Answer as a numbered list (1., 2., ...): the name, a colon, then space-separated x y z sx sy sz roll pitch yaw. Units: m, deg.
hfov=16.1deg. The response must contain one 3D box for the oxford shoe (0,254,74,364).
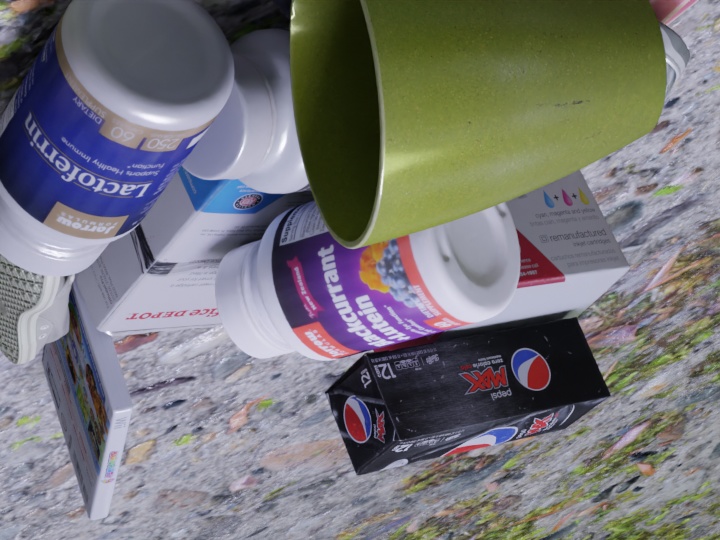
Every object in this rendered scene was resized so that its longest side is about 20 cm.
1. oxford shoe: -0.234 0.002 1.834 0.058 0.075 0.200 -31 162 -23

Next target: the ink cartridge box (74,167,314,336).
1. ink cartridge box: -0.103 -0.044 1.845 0.144 0.084 0.200 -3 148 -42

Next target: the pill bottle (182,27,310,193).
1. pill bottle: -0.032 -0.110 1.718 0.200 0.111 0.111 -9 153 -44

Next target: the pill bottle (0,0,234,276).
1. pill bottle: -0.171 -0.088 1.637 0.116 0.116 0.200 -8 152 -36

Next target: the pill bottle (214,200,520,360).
1. pill bottle: 0.000 0.000 1.748 0.200 0.112 0.111 -17 166 36

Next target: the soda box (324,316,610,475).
1. soda box: 0.078 0.088 1.810 0.200 0.071 0.063 -9 159 -36

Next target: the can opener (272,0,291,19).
1. can opener: -0.054 -0.201 1.603 0.200 0.079 0.063 23 90 -65

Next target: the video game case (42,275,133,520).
1. video game case: -0.210 0.088 1.944 0.018 0.143 0.200 -12 155 -17

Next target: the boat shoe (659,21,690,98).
1. boat shoe: 0.120 -0.155 1.714 0.065 0.202 0.074 -63 158 -14

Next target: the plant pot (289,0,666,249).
1. plant pot: 0.078 -0.117 1.552 0.200 0.187 0.187 -7 153 -17

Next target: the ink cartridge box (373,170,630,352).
1. ink cartridge box: 0.069 -0.042 1.875 0.145 0.200 0.145 -8 153 -39

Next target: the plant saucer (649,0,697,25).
1. plant saucer: 0.239 -0.226 1.744 0.200 0.051 0.201 -41 177 -2
